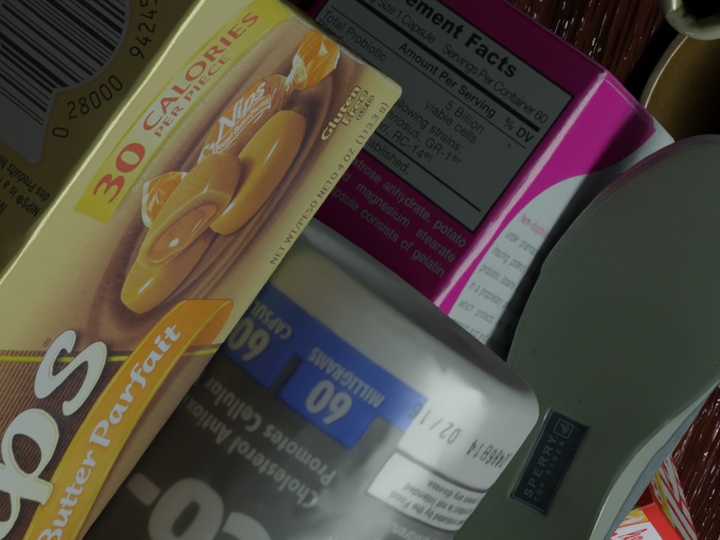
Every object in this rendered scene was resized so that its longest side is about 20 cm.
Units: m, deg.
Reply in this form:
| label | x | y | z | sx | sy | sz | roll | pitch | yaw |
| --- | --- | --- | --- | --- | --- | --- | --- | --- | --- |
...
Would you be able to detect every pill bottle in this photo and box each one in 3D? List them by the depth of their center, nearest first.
| label | x | y | z | sx | sy | sz | roll | pitch | yaw |
| --- | --- | --- | --- | --- | --- | --- | --- | --- | --- |
| pill bottle | -0.051 | 0.085 | 0.633 | 0.200 | 0.114 | 0.114 | -54 | 158 | 5 |

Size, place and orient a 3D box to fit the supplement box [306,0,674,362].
| label | x | y | z | sx | sy | sz | roll | pitch | yaw |
| --- | --- | --- | --- | --- | --- | --- | --- | --- | --- |
| supplement box | 0.000 | 0.000 | 0.745 | 0.200 | 0.103 | 0.101 | -52 | 158 | 4 |

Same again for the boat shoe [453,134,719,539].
| label | x | y | z | sx | sy | sz | roll | pitch | yaw |
| --- | --- | --- | --- | --- | --- | --- | --- | --- | --- |
| boat shoe | 0.081 | 0.036 | 0.756 | 0.201 | 0.070 | 0.072 | -62 | 174 | 23 |

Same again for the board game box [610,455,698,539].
| label | x | y | z | sx | sy | sz | roll | pitch | yaw |
| --- | --- | --- | --- | --- | --- | --- | --- | --- | --- |
| board game box | 0.096 | 0.054 | 0.951 | 0.046 | 0.152 | 0.200 | -19 | 160 | 9 |

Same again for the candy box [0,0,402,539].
| label | x | y | z | sx | sy | sz | roll | pitch | yaw |
| --- | --- | --- | --- | --- | --- | --- | --- | --- | --- |
| candy box | -0.084 | 0.010 | 0.535 | 0.200 | 0.055 | 0.115 | -53 | 157 | 5 |

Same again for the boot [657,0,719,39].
| label | x | y | z | sx | sy | sz | roll | pitch | yaw |
| --- | --- | --- | --- | --- | --- | --- | --- | --- | --- |
| boot | 0.171 | -0.173 | 0.820 | 0.200 | 0.075 | 0.107 | -63 | 171 | 26 |

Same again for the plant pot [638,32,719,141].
| label | x | y | z | sx | sy | sz | roll | pitch | yaw |
| --- | --- | --- | --- | --- | --- | --- | --- | --- | --- |
| plant pot | 0.234 | -0.052 | 1.048 | 0.187 | 0.186 | 0.200 | -58 | 169 | 15 |
